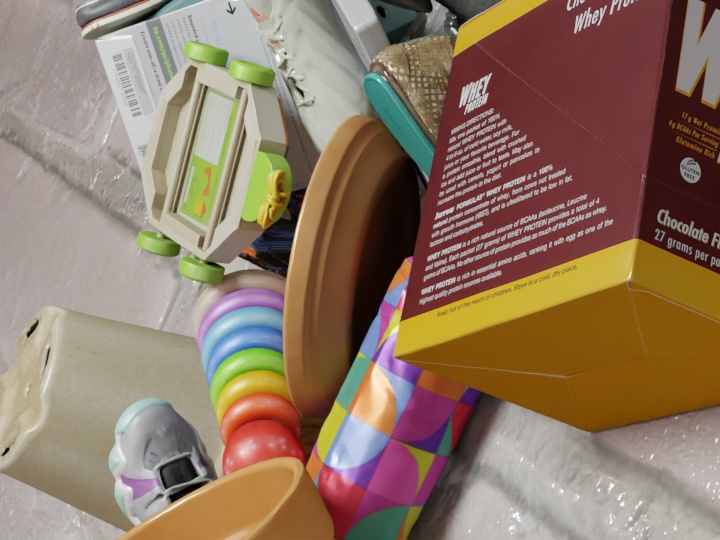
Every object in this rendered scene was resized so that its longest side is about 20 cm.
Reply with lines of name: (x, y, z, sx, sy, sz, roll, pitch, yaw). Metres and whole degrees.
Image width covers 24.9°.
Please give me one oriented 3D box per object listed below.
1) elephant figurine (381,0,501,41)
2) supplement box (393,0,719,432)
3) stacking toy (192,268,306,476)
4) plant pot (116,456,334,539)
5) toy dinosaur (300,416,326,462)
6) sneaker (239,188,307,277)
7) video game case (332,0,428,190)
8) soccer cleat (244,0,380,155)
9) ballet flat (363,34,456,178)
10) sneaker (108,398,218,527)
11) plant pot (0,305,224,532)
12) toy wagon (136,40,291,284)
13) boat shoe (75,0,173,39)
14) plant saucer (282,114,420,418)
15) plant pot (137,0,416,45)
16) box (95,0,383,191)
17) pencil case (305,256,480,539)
elephant figurine: (0.042, -0.226, 1.083, 0.155, 0.199, 0.142, -19, 52, 57)
supplement box: (0.138, -0.045, 0.825, 0.197, 0.132, 0.201, -23, 50, 57)
stacking toy: (-0.066, 0.083, 1.100, 0.086, 0.085, 0.200, -56, 24, 23)
plant pot: (-0.081, 0.218, 0.917, 0.199, 0.140, 0.200, -31, 9, 5)
toy dinosaur: (-0.034, 0.116, 1.158, 0.106, 0.060, 0.200, -36, 25, 31)
sneaker: (-0.044, -0.034, 1.257, 0.200, 0.075, 0.079, 14, 79, 63)
video game case: (0.027, -0.103, 1.048, 0.018, 0.201, 0.143, -27, 33, 2)
soccer cleat: (-0.043, -0.165, 1.117, 0.069, 0.077, 0.201, -16, 86, 45)
ballet flat: (0.079, -0.050, 0.940, 0.065, 0.201, 0.070, -34, 10, -14)
sneaker: (-0.096, 0.184, 1.120, 0.140, 0.078, 0.201, 1, 113, 54)
plant pot: (-0.187, 0.119, 1.286, 0.200, 0.183, 0.201, -45, 33, 40)
toy wagon: (-0.096, -0.070, 1.142, 0.200, 0.039, 0.156, 29, 107, 52)
boat shoe: (-0.145, -0.250, 1.299, 0.199, 0.063, 0.071, -32, 8, -13)
plant saucer: (0.000, 0.000, 1.068, 0.200, 0.037, 0.201, 9, -90, -74)
plant pot: (-0.066, -0.181, 1.298, 0.200, 0.142, 0.141, -28, 5, 38)
box: (-0.086, -0.130, 1.227, 0.199, 0.157, 0.041, -14, 10, 27)
pencil case: (0.023, 0.093, 1.006, 0.201, 0.088, 0.088, -64, 25, 6)
